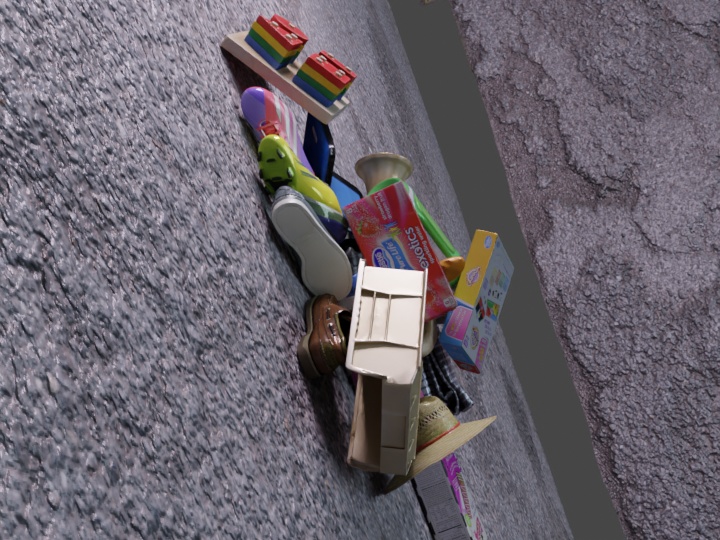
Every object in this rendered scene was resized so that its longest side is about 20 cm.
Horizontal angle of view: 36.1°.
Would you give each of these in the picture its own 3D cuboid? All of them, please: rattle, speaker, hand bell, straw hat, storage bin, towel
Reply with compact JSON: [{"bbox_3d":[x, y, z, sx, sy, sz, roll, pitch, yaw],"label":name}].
[{"bbox_3d":[0.105,0.096,1.722,0.131,0.142,0.201,57,32,-40],"label":"rattle"},{"bbox_3d":[0.088,-0.054,1.781,0.200,0.088,0.089,51,20,-33],"label":"speaker"},{"bbox_3d":[0.038,-0.089,1.896,0.104,0.103,0.202,47,40,-58],"label":"hand bell"},{"bbox_3d":[0.090,0.224,1.556,0.085,0.200,0.201,55,11,6],"label":"straw hat"},{"bbox_3d":[0.034,0.130,1.443,0.201,0.093,0.200,90,6,-45],"label":"storage bin"},{"bbox_3d":[0.130,0.179,1.914,0.200,0.085,0.167,56,13,-84],"label":"towel"}]

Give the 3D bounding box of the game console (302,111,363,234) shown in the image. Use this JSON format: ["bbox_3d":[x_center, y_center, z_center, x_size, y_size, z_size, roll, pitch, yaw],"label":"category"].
[{"bbox_3d":[-0.026,-0.158,1.776,0.201,0.117,0.172,-108,-155,-56],"label":"game console"}]

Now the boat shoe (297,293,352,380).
[{"bbox_3d":[-0.035,0.085,1.513,0.200,0.068,0.072,-85,150,-64],"label":"boat shoe"}]

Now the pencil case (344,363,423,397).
[{"bbox_3d":[0.037,0.175,1.641,0.090,0.093,0.201,-5,-66,56],"label":"pencil case"}]

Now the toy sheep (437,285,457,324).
[{"bbox_3d":[0.134,0.029,1.939,0.201,0.137,0.139,61,14,-46],"label":"toy sheep"}]

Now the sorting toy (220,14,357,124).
[{"bbox_3d":[-0.099,-0.327,1.734,0.198,0.070,0.200,37,16,-3],"label":"sorting toy"}]

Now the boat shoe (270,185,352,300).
[{"bbox_3d":[-0.069,-0.038,1.571,0.201,0.072,0.062,58,8,-38],"label":"boat shoe"}]

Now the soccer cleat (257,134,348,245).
[{"bbox_3d":[-0.082,-0.118,1.600,0.201,0.064,0.084,58,43,-25],"label":"soccer cleat"}]

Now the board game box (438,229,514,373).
[{"bbox_3d":[0.197,0.054,1.850,0.201,0.040,0.153,-70,155,-16],"label":"board game box"}]

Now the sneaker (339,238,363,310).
[{"bbox_3d":[0.001,0.000,1.792,0.200,0.076,0.112,-17,94,-71],"label":"sneaker"}]

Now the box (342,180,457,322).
[{"bbox_3d":[0.059,-0.018,1.616,0.095,0.099,0.201,30,36,-85],"label":"box"}]

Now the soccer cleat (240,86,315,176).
[{"bbox_3d":[-0.118,-0.175,1.624,0.077,0.066,0.201,-84,153,-56],"label":"soccer cleat"}]

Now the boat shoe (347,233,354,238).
[{"bbox_3d":[0.030,-0.007,1.955,0.062,0.074,0.201,-113,-176,-63],"label":"boat shoe"}]

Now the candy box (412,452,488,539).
[{"bbox_3d":[0.151,0.396,1.798,0.136,0.061,0.202,-3,72,-78],"label":"candy box"}]
